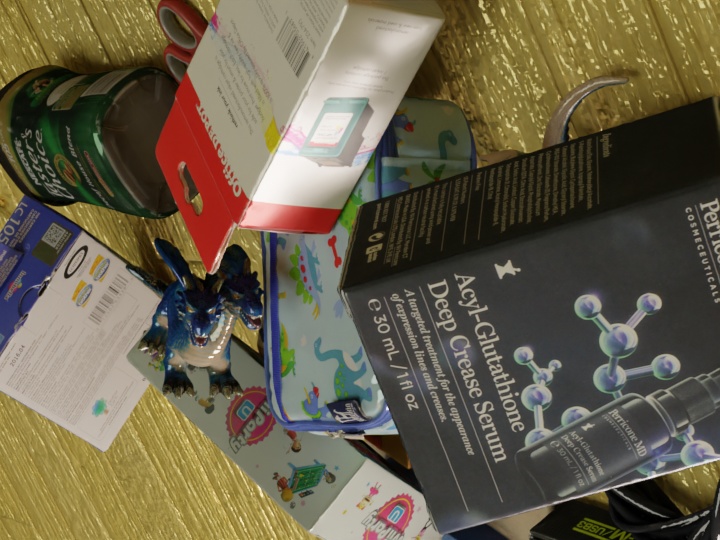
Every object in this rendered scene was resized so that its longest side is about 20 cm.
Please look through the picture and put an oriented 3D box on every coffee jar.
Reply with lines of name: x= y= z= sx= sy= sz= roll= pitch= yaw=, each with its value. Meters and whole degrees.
coffee jar: x=-0.198 y=-0.097 z=1.530 sx=0.199 sy=0.085 sz=0.105 roll=8 pitch=136 yaw=55

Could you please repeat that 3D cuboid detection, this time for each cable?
cable: x=0.171 y=0.093 z=1.200 sx=0.163 sy=0.051 sz=0.200 roll=50 pitch=152 yaw=10

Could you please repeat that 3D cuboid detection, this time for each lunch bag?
lunch bag: x=0.000 y=0.000 z=1.250 sx=0.160 sy=0.082 sz=0.202 roll=-5 pitch=85 yaw=59

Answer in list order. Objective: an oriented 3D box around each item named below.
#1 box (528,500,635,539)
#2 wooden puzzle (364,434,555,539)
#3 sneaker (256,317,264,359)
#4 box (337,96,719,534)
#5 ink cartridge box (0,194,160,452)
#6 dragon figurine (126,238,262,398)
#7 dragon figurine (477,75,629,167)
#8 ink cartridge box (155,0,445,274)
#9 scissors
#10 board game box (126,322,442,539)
box: x=0.210 y=0.254 z=1.315 sx=0.193 sy=0.047 sz=0.201 roll=16 pitch=134 yaw=54
wooden puzzle: x=0.058 y=0.146 z=1.437 sx=0.185 sy=0.046 sz=0.201 roll=31 pitch=144 yaw=38
sneaker: x=0.017 y=0.031 z=1.347 sx=0.199 sy=0.075 sz=0.089 roll=12 pitch=96 yaw=31
box: x=0.109 y=0.024 z=1.051 sx=0.107 sy=0.198 sz=0.149 roll=-79 pitch=-31 yaw=-64
ink cartridge box: x=-0.235 y=0.036 z=1.599 sx=0.076 sy=0.137 sz=0.200 roll=29 pitch=173 yaw=34
dragon figurine: x=-0.102 y=0.013 z=1.303 sx=0.200 sy=0.058 sz=0.100 roll=-117 pitch=34 yaw=-60
dragon figurine: x=0.106 y=-0.022 z=1.149 sx=0.059 sy=0.099 sz=0.201 roll=43 pitch=112 yaw=44
ink cartridge box: x=-0.040 y=-0.104 z=1.184 sx=0.201 sy=0.067 sz=0.117 roll=-60 pitch=41 yaw=34
scissors: x=-0.072 y=-0.133 z=1.380 sx=0.199 sy=0.014 sz=0.074 roll=24 pitch=137 yaw=43
board game box: x=-0.048 y=0.115 z=1.399 sx=0.200 sy=0.064 sz=0.147 roll=39 pitch=179 yaw=34
